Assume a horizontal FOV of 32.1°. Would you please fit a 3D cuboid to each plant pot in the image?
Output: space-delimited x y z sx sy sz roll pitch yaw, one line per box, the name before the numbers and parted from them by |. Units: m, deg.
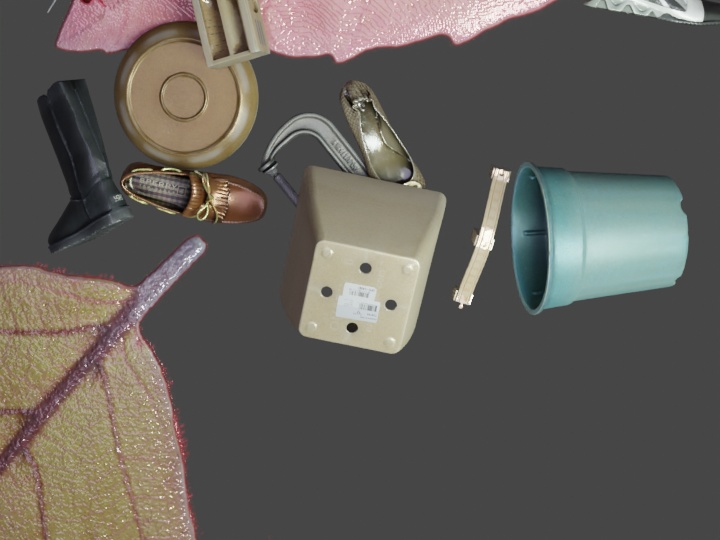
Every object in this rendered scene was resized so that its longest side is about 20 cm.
plant pot | 0.316 -0.048 1.658 0.194 0.200 0.202 -4 102 -7
plant pot | -0.239 -0.236 1.698 0.198 0.027 0.202 0 102 0
plant pot | 0.000 0.000 1.646 0.198 0.177 0.201 12 112 -4

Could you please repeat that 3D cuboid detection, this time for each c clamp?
c clamp | -0.067 -0.107 1.722 0.170 0.027 0.201 -33 100 7

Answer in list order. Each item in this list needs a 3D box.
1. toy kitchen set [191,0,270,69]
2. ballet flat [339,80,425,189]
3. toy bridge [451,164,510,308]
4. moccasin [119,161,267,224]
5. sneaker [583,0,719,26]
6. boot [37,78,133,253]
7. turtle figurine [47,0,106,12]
toy kitchen set | -0.164 -0.367 1.553 0.162 0.200 0.182 -13 91 17
ballet flat | 0.031 -0.167 1.696 0.067 0.046 0.201 -29 99 -10
toy bridge | 0.166 -0.043 1.713 0.027 0.067 0.201 16 100 -3
moccasin | -0.226 -0.105 1.696 0.200 0.078 0.074 17 102 -6
sneaker | 0.401 -0.372 1.642 0.198 0.074 0.089 11 103 -2
boot | -0.397 -0.139 1.691 0.164 0.066 0.201 -22 91 36
turtle figurine | -0.357 -0.429 1.627 0.150 0.100 0.201 41 100 34
